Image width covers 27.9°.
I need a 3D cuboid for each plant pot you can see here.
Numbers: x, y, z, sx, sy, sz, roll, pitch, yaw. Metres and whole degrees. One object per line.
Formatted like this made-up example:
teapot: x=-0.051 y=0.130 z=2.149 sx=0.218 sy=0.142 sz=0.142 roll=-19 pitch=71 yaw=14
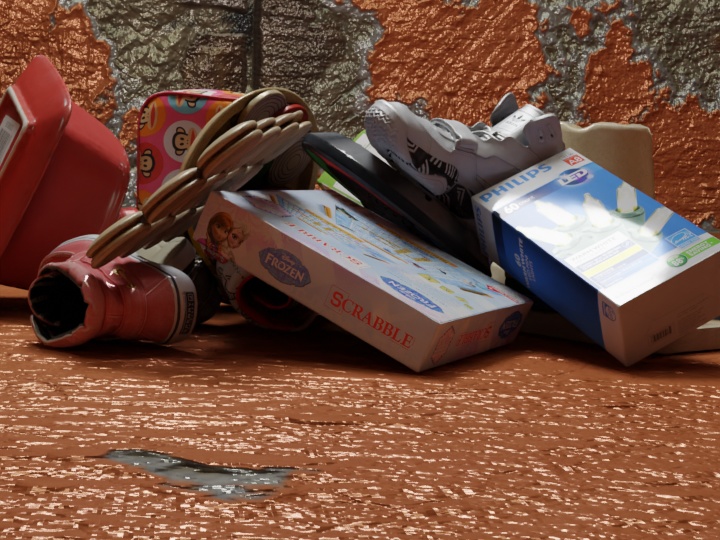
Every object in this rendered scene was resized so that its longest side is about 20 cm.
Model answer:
plant pot: x=0.226 y=-0.058 z=1.477 sx=0.199 sy=0.185 sz=0.200 roll=3 pitch=5 yaw=0

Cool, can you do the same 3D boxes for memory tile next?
memory tile: x=-0.111 y=-0.062 z=1.041 sx=0.153 sy=0.017 sz=0.200 roll=-38 pitch=-1 yaw=13

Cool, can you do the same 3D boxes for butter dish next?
butter dish: x=-0.260 y=-0.060 z=1.258 sx=0.147 sy=0.200 sz=0.200 roll=24 pitch=11 yaw=-27

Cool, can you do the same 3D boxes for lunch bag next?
lunch bag: x=-0.138 y=-0.082 z=1.473 sx=0.175 sy=0.201 sz=0.082 roll=7 pitch=7 yaw=14

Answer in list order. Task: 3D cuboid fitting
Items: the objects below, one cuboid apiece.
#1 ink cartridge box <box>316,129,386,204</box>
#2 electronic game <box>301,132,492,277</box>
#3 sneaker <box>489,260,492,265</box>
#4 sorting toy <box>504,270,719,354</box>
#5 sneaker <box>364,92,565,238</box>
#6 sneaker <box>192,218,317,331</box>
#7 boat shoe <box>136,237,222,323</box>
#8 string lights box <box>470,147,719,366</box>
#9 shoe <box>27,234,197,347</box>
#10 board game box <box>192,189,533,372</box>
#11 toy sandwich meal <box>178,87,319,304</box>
ink cartridge box: x=0.068 y=-0.038 z=1.404 sx=0.200 sy=0.076 sz=0.148 roll=33 pitch=-14 yaw=49
electronic game: x=0.031 y=-0.052 z=1.242 sx=0.200 sy=0.042 sz=0.200 roll=38 pitch=-1 yaw=1
sneaker: x=0.127 y=-0.012 z=1.632 sx=0.199 sy=0.076 sz=0.088 roll=-5 pitch=13 yaw=5
sorting toy: x=0.238 y=0.019 z=1.244 sx=0.198 sy=0.070 sz=0.199 roll=-1 pitch=6 yaw=-41
sneaker: x=0.091 y=-0.106 z=1.188 sx=0.200 sy=0.115 sz=0.075 roll=38 pitch=-2 yaw=-40
sneaker: x=-0.052 y=0.018 z=1.196 sx=0.201 sy=0.067 sz=0.108 roll=33 pitch=19 yaw=-45
boat shoe: x=-0.165 y=0.008 z=1.218 sx=0.072 sy=0.060 sz=0.200 roll=-43 pitch=16 yaw=-14
string lights box: x=0.182 y=-0.015 z=1.114 sx=0.102 sy=0.059 sz=0.200 roll=-27 pitch=36 yaw=-17
shoe: x=-0.209 y=0.013 z=1.065 sx=0.091 sy=0.072 sz=0.200 roll=3 pitch=7 yaw=-40
board game box: x=0.007 y=0.001 z=1.082 sx=0.199 sy=0.041 sz=0.199 roll=30 pitch=15 yaw=21
toy sandwich meal: x=-0.088 y=-0.061 z=1.294 sx=0.070 sy=0.206 sz=0.205 roll=27 pitch=18 yaw=33
